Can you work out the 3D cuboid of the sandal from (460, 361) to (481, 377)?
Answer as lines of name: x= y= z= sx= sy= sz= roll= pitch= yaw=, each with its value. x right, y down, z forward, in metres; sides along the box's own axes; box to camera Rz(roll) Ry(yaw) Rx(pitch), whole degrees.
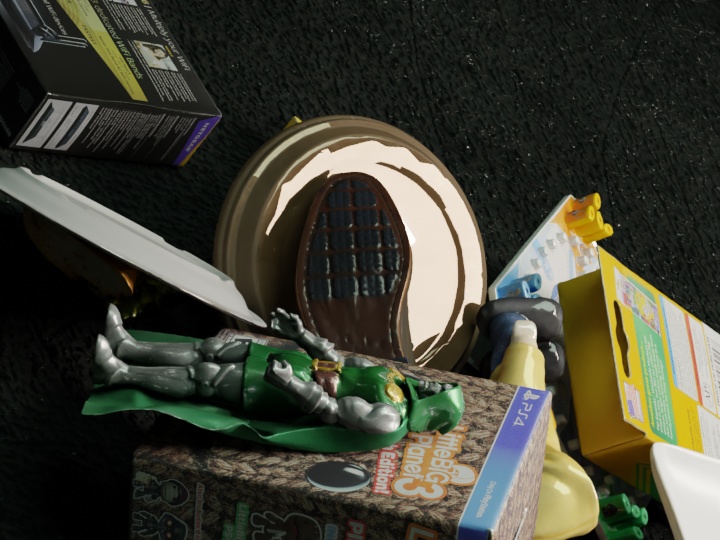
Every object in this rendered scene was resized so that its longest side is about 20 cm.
sandal: x=0.030 y=0.050 z=1.791 sx=0.200 sy=0.048 sz=0.076 roll=37 pitch=25 yaw=-33

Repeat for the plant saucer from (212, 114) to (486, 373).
plant saucer: x=0.000 y=0.000 z=1.709 sx=0.199 sy=0.029 sz=0.202 roll=4 pitch=82 yaw=-30

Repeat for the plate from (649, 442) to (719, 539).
plate: x=0.275 y=0.210 z=1.701 sx=0.198 sy=0.032 sz=0.201 roll=17 pitch=38 yaw=-26

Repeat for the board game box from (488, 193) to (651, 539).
board game box: x=0.165 y=0.065 z=1.853 sx=0.201 sy=0.026 sz=0.200 roll=64 pitch=26 yaw=-11

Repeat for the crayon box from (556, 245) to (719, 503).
crayon box: x=0.190 y=0.078 z=1.804 sx=0.200 sy=0.051 sz=0.127 roll=33 pitch=44 yaw=-52

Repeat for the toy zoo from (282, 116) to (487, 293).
toy zoo: x=0.010 y=-0.044 z=1.845 sx=0.131 sy=0.020 sz=0.200 roll=38 pitch=5 yaw=-21

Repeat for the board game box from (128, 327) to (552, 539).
board game box: x=-0.010 y=0.125 z=1.490 sx=0.198 sy=0.098 sz=0.160 roll=10 pitch=27 yaw=11

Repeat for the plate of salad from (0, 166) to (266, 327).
plate of salad: x=-0.146 y=-0.006 z=1.585 sx=0.199 sy=0.048 sz=0.200 roll=28 pitch=1 yaw=0

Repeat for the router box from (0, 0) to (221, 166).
router box: x=-0.202 y=-0.162 z=1.793 sx=0.157 sy=0.052 sz=0.201 roll=5 pitch=45 yaw=-47

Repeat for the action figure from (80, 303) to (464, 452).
action figure: x=-0.043 y=0.059 z=1.451 sx=0.198 sy=0.055 sz=0.118 roll=9 pitch=24 yaw=-1

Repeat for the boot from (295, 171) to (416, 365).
boot: x=0.000 y=0.043 z=1.658 sx=0.074 sy=0.097 sz=0.201 roll=-4 pitch=58 yaw=0

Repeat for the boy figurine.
boy figurine: x=0.104 y=0.092 z=1.656 sx=0.064 sy=0.125 sz=0.200 roll=-5 pitch=30 yaw=-1

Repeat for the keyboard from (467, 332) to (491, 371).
keyboard: x=0.060 y=0.036 z=1.797 sx=0.200 sy=0.011 sz=0.056 roll=37 pitch=29 yaw=-32
